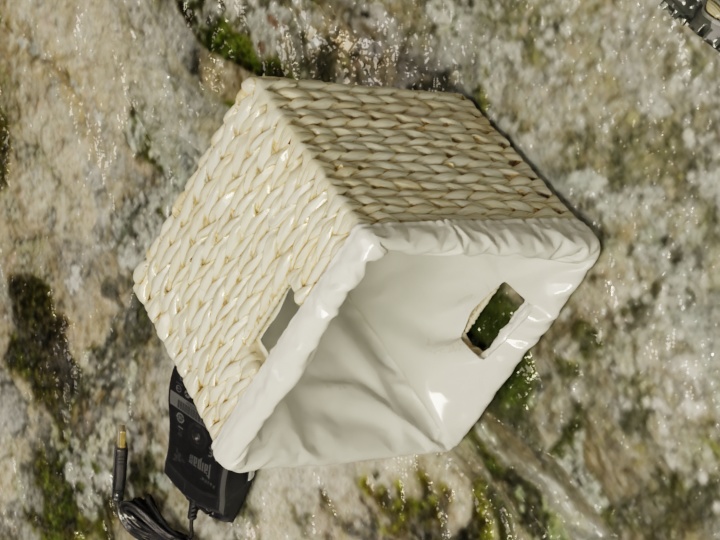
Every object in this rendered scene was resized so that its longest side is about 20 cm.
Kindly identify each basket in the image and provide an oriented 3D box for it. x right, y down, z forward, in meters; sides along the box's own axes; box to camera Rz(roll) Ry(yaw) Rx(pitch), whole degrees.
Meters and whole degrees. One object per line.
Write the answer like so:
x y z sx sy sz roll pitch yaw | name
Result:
0.000 0.000 1.283 0.198 0.200 0.161 -57 50 32 | basket

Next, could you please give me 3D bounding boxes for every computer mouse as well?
-0.126 0.129 1.529 0.140 0.046 0.200 26 123 37 | computer mouse

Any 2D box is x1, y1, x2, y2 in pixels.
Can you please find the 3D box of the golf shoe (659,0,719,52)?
0.183 -0.200 1.171 0.095 0.078 0.200 -51 59 15 | golf shoe
